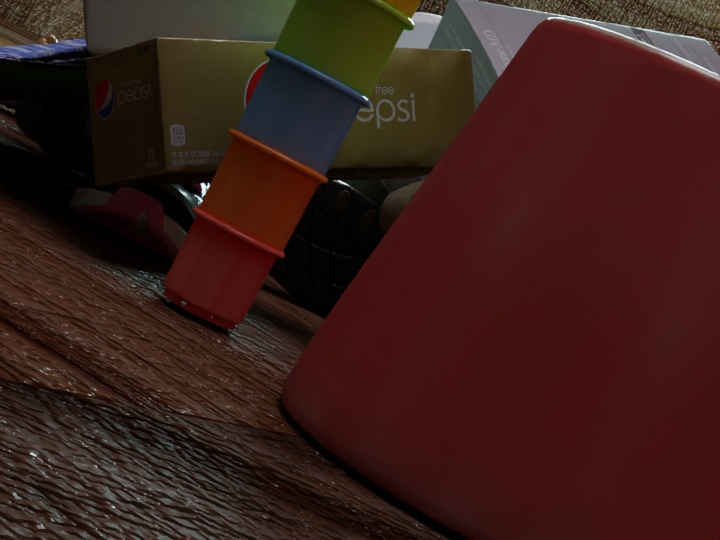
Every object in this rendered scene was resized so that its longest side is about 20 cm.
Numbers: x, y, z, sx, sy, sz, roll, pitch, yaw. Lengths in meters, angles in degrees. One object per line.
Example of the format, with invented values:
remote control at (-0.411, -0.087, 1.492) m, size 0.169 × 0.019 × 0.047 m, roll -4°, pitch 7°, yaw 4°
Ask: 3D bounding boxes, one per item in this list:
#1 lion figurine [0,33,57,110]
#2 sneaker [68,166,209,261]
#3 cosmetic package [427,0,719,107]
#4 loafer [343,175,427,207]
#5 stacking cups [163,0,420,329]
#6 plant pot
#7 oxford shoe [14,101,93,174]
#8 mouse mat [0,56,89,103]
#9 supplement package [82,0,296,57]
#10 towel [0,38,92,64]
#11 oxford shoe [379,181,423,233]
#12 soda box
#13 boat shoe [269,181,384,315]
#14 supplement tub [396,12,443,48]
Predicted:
lion figurine at (-0.276, -0.154, 1.293) m, size 0.200 × 0.073 × 0.123 m, roll 8°, pitch 25°, yaw -28°
sneaker at (-0.102, -0.057, 0.910) m, size 0.074 × 0.088 × 0.200 m, roll 27°, pitch 4°, yaw 2°
cosmetic package at (0.141, -0.098, 1.031) m, size 0.200 × 0.090 × 0.107 m, roll 6°, pitch 40°, yaw -29°
loafer at (0.019, -0.057, 1.079) m, size 0.070 × 0.070 × 0.200 m, roll 48°, pitch 3°, yaw -9°
stacking cups at (-0.025, -0.068, 0.736) m, size 0.060 × 0.200 × 0.061 m, roll 25°, pitch 0°, yaw 0°
plant pot at (0.092, 0.013, 0.630) m, size 0.200 × 0.178 × 0.200 m, roll 26°, pitch 4°, yaw -2°
oxford shoe at (-0.121, -0.087, 1.060) m, size 0.199 × 0.071 × 0.075 m, roll 12°, pitch -24°, yaw 25°
mouse mat at (-0.163, -0.101, 0.890) m, size 0.161 × 0.008 × 0.200 m, roll 0°, pitch 2°, yaw 45°
supplement package at (-0.087, -0.164, 0.904) m, size 0.109 × 0.114 × 0.200 m, roll -3°, pitch 1°, yaw -2°
towel at (-0.199, -0.140, 1.045) m, size 0.200 × 0.024 × 0.145 m, roll -13°, pitch 14°, yaw -39°
oxford shoe at (0.066, -0.026, 0.859) m, size 0.075 × 0.071 × 0.200 m, roll 17°, pitch 1°, yaw 17°
soda box at (-0.034, -0.078, 0.830) m, size 0.200 × 0.064 × 0.068 m, roll -5°, pitch -1°, yaw -39°
boat shoe at (0.000, 0.000, 1.031) m, size 0.200 × 0.076 × 0.074 m, roll 34°, pitch -5°, yaw -24°
supplement tub at (0.021, -0.095, 1.292) m, size 0.144 × 0.145 × 0.200 m, roll 26°, pitch -32°, yaw -12°
